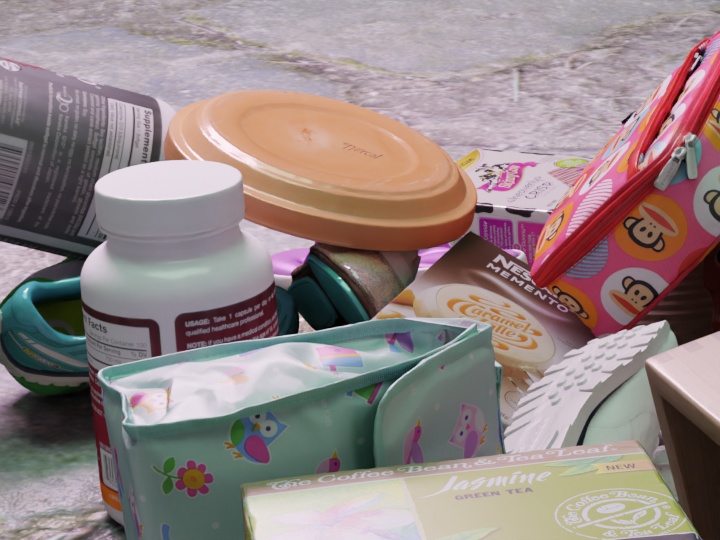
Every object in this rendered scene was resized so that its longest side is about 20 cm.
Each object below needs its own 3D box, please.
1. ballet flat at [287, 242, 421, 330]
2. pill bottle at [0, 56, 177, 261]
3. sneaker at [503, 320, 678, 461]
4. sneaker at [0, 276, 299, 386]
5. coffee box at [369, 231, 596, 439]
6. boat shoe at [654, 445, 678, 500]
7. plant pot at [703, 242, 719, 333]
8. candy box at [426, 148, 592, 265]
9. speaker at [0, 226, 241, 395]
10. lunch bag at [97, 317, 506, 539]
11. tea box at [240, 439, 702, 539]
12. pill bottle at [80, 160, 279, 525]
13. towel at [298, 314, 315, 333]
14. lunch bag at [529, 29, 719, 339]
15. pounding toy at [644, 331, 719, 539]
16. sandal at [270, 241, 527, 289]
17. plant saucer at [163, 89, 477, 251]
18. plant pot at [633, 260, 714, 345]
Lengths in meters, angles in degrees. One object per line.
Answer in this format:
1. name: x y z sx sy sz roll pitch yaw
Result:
1. ballet flat: 0.000 0.000 1.800 0.067 0.068 0.200 -36 8 -10
2. pill bottle: -0.182 -0.065 1.861 0.200 0.116 0.116 14 11 -21
3. sneaker: 0.129 0.101 1.583 0.076 0.081 0.200 -24 17 42
4. sneaker: -0.131 0.035 1.812 0.200 0.078 0.080 -3 -26 -18
5. coffee box: 0.062 0.062 1.710 0.114 0.080 0.200 31 26 9
6. boat shoe: 0.219 0.098 1.614 0.202 0.086 0.075 2 18 19
7. plant pot: 0.330 -0.003 1.769 0.195 0.201 0.201 -24 26 -30
8. candy box: 0.146 -0.038 2.103 0.200 0.061 0.136 5 20 28
9. speaker: -0.157 0.018 1.946 0.088 0.088 0.200 8 21 32
10. lunch bag: -0.017 0.119 1.455 0.200 0.170 0.122 -11 17 -12
11. tea box: 0.054 0.179 1.313 0.200 0.134 0.197 -6 17 -6
12. pill bottle: -0.102 0.043 1.666 0.113 0.200 0.113 -3 18 1
13. towel: 0.015 0.045 1.908 0.148 0.037 0.200 -5 18 -1
14. lunch bag: 0.196 -0.062 1.738 0.176 0.082 0.200 -45 6 35
15. pounding toy: 0.256 0.130 1.391 0.142 0.184 0.200 -20 20 -10
16. sandal: 0.022 -0.014 1.962 0.203 0.050 0.082 1 13 27
17. plant saucer: -0.023 -0.069 1.806 0.200 0.032 0.200 13 23 -6
18. plant pot: 0.203 0.006 1.900 0.201 0.093 0.201 -2 17 1
